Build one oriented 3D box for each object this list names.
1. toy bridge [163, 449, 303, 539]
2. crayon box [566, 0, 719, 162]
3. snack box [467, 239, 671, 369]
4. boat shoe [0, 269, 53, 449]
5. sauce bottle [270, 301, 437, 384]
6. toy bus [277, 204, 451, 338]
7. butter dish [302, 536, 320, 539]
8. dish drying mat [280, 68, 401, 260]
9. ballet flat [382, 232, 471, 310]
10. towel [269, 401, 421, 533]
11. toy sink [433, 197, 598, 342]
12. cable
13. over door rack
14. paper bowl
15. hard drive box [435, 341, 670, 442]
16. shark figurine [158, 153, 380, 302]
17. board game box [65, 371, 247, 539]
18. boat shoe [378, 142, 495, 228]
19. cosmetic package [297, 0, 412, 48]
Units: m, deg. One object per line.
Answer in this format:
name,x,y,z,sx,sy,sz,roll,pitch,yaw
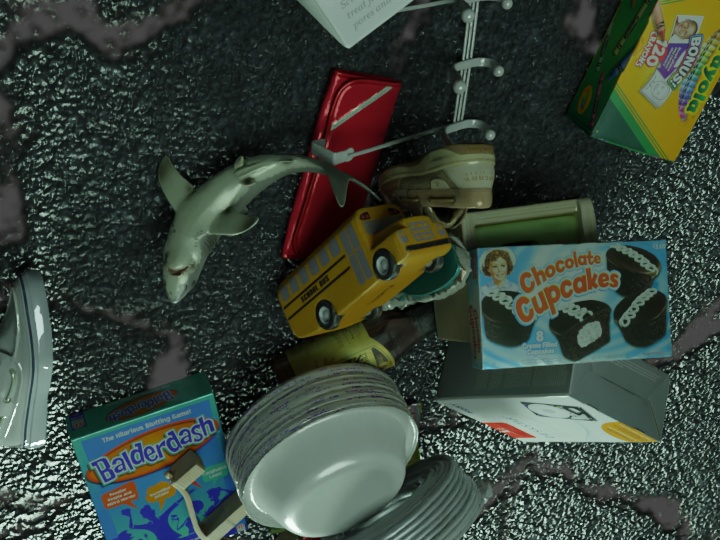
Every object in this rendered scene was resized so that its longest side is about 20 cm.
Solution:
toy bridge,-0.145,0.265,1.235,0.067,0.027,0.200,-41,127,4
crayon box,0.311,-0.222,1.174,0.118,0.058,0.201,12,113,-28
snack box,0.203,0.032,1.115,0.199,0.037,0.117,-3,90,-14
boat shoe,-0.329,0.092,1.080,0.066,0.074,0.201,-5,121,-23
sauce bottle,0.004,0.081,1.220,0.199,0.066,0.066,-25,126,-6
toy bus,0.000,0.000,1.099,0.065,0.079,0.200,-10,159,-39
butter dish,-0.057,0.430,1.349,0.199,0.148,0.201,-28,127,-6
dish drying mat,-0.020,-0.098,1.131,0.076,0.018,0.201,3,117,-29
ballet flat,0.052,0.001,1.142,0.071,0.199,0.072,9,76,-37
towel,-0.017,0.231,1.327,0.199,0.023,0.144,-14,124,-14
toy sink,0.182,-0.005,1.186,0.199,0.112,0.131,-7,92,-19
cable,0.040,0.282,1.252,0.199,0.200,0.069,-32,92,18
over door rack,0.055,-0.177,1.069,0.199,0.067,0.149,-13,123,-30
paper bowl,-0.033,0.199,1.193,0.199,0.105,0.201,-17,141,-14
hard drive box,0.208,0.129,1.253,0.155,0.199,0.077,27,68,-32
shark figurine,-0.101,-0.068,1.080,0.214,0.129,0.090,-27,162,5
board game box,-0.213,0.219,1.222,0.151,0.045,0.201,-18,124,-13
boat shoe,0.067,-0.071,1.083,0.071,0.200,0.065,-5,86,-17
cosmetic package,-0.018,-0.311,0.895,0.164,0.200,0.165,-37,126,2
